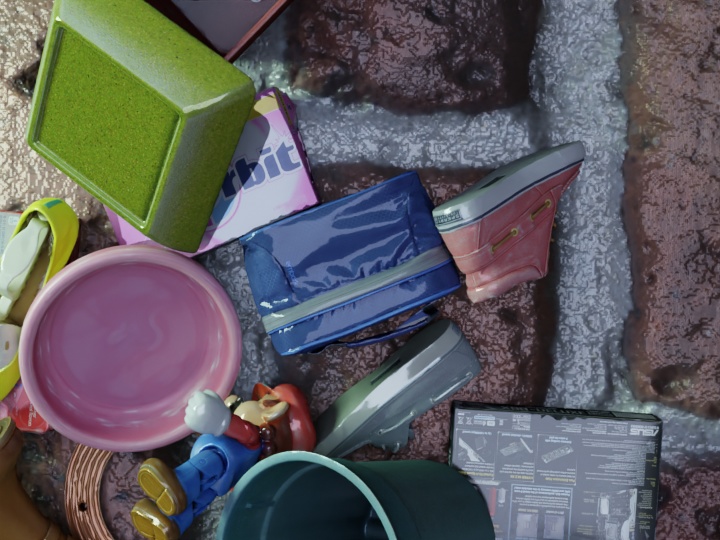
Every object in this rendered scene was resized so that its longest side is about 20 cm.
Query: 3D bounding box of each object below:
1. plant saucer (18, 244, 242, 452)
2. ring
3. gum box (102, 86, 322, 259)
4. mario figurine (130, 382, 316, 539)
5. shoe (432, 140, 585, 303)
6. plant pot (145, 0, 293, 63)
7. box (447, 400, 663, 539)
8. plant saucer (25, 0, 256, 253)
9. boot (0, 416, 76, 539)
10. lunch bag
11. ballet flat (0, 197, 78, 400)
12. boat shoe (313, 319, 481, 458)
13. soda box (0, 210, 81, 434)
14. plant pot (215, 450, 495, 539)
[{"bbox_3d":[-0.207,0.066,1.135,0.197,0.051,0.204,-6,115,-14],"label":"plant saucer"},{"bbox_3d":[-0.185,0.215,1.203,0.197,0.019,0.204,0,92,0],"label":"ring"},{"bbox_3d":[-0.137,-0.081,1.168,0.197,0.066,0.115,-22,92,2],"label":"gum box"},{"bbox_3d":[-0.127,0.155,1.118,0.123,0.199,0.107,-26,93,45],"label":"mario figurine"},{"bbox_3d":[0.146,-0.046,1.127,0.199,0.071,0.092,-31,103,-42],"label":"shoe"},{"bbox_3d":[-0.128,-0.291,1.109,0.200,0.176,0.200,-44,89,2],"label":"plant pot"},{"bbox_3d":[0.179,0.210,1.178,0.196,0.050,0.161,3,92,1],"label":"box"},{"bbox_3d":[-0.202,-0.127,1.051,0.199,0.048,0.201,36,132,9],"label":"plant saucer"},{"bbox_3d":[-0.307,0.230,1.153,0.154,0.074,0.200,35,130,-6],"label":"boot"},{"bbox_3d":[0.000,0.000,1.134,0.197,0.136,0.134,-20,91,0],"label":"lunch bag"},{"bbox_3d":[-0.312,0.027,1.113,0.066,0.067,0.202,26,93,3],"label":"ballet flat"},{"bbox_3d":[0.028,0.132,1.169,0.200,0.070,0.072,-40,102,8],"label":"boat shoe"},{"bbox_3d":[-0.309,0.047,1.179,0.069,0.063,0.204,4,91,1],"label":"soda box"},{"bbox_3d":[0.010,0.250,1.089,0.198,0.195,0.204,-1,88,36],"label":"plant pot"}]
